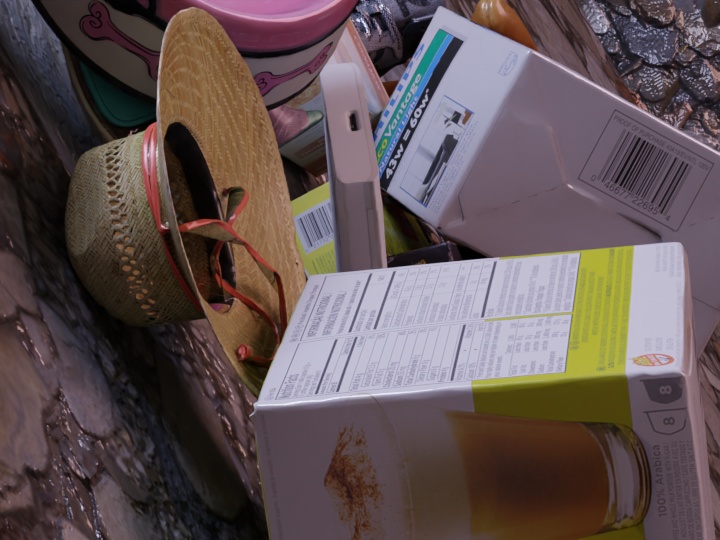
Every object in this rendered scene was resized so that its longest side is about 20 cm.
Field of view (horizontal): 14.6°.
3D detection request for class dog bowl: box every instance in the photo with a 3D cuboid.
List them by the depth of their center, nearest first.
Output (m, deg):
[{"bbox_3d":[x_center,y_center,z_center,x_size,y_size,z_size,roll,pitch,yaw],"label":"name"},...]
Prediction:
[{"bbox_3d":[-0.080,-0.185,1.473,0.199,0.074,0.201,14,61,-25],"label":"dog bowl"}]

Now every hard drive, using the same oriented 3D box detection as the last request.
[{"bbox_3d":[0.000,0.000,1.620,0.132,0.026,0.201,-99,-177,-57],"label":"hard drive"}]

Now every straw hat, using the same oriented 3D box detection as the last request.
[{"bbox_3d":[-0.097,-0.021,1.375,0.201,0.085,0.202,-13,90,-74],"label":"straw hat"}]

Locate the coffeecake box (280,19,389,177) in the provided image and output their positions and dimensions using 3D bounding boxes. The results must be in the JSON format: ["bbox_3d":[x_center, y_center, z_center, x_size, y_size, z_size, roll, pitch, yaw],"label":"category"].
[{"bbox_3d":[-0.067,-0.163,1.810,0.154,0.073,0.200,65,14,21],"label":"coffeecake box"}]

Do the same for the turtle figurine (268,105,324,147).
[{"bbox_3d":[-0.109,-0.149,1.591,0.201,0.101,0.150,61,-27,-5],"label":"turtle figurine"}]

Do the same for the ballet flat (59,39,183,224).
[{"bbox_3d":[-0.113,-0.067,1.482,0.201,0.069,0.069,64,14,11],"label":"ballet flat"}]

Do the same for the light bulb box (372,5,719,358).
[{"bbox_3d":[0.126,-0.057,1.767,0.198,0.125,0.200,27,5,-20],"label":"light bulb box"}]

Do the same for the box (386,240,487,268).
[{"bbox_3d":[0.075,0.087,1.724,0.200,0.049,0.199,12,63,-79],"label":"box"}]

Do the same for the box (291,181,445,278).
[{"bbox_3d":[0.014,-0.003,1.819,0.076,0.050,0.200,67,15,17],"label":"box"}]

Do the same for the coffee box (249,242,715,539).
[{"bbox_3d":[0.067,0.115,1.334,0.200,0.197,0.201,-71,154,-72],"label":"coffee box"}]

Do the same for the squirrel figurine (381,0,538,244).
[{"bbox_3d":[0.095,-0.062,2.070,0.200,0.141,0.187,49,24,-32],"label":"squirrel figurine"}]

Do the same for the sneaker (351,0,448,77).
[{"bbox_3d":[0.001,-0.180,2.006,0.076,0.114,0.200,62,13,9],"label":"sneaker"}]
